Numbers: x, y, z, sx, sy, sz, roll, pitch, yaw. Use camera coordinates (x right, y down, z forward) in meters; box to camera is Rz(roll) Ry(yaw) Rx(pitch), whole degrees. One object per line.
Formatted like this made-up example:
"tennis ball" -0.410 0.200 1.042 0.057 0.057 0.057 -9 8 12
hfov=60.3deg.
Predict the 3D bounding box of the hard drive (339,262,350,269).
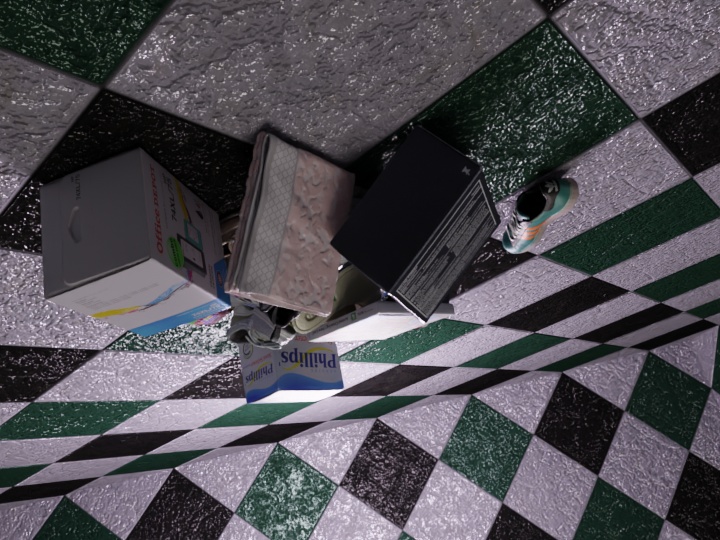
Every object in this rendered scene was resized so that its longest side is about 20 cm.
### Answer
"hard drive" 0.000 0.000 1.138 0.137 0.034 0.198 -26 156 25

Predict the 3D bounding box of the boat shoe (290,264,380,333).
"boat shoe" -0.040 0.027 1.029 0.197 0.067 0.073 -29 120 -18

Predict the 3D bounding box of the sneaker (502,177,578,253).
"sneaker" 0.298 -0.099 1.107 0.078 0.073 0.201 0 149 -23

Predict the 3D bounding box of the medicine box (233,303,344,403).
"medicine box" -0.141 0.150 1.225 0.102 0.205 0.180 -28 155 35

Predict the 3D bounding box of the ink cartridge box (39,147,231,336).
"ink cartridge box" -0.279 -0.025 0.789 0.142 0.151 0.200 -17 159 9

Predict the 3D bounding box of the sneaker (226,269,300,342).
"sneaker" -0.142 0.045 0.919 0.076 0.143 0.199 11 144 -40

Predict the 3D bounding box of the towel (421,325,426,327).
"towel" 0.123 0.057 1.294 0.141 0.023 0.203 -10 136 -38

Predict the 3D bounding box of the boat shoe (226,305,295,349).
"boat shoe" -0.169 0.101 1.026 0.074 0.066 0.200 33 166 -30

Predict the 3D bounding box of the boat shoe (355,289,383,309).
"boat shoe" 0.013 0.062 1.155 0.069 0.072 0.201 -7 158 -17

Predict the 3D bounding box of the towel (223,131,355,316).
"towel" -0.081 -0.053 0.804 0.032 0.206 0.189 8 175 36

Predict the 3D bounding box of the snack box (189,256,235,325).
"snack box" -0.266 0.033 1.065 0.140 0.054 0.198 8 148 -44

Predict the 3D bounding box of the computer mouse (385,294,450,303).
"computer mouse" 0.109 0.045 1.196 0.140 0.053 0.199 -55 146 7

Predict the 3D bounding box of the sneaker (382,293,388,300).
"sneaker" 0.042 0.072 1.312 0.076 0.091 0.201 -4 154 -24

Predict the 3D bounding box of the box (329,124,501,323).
"box" 0.086 -0.057 0.878 0.202 0.122 0.198 -52 156 -1

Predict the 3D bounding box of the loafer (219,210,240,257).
"loafer" -0.202 -0.037 0.925 0.195 0.064 0.072 -17 158 5

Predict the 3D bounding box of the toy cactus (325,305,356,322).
"toy cactus" -0.075 0.066 1.135 0.162 0.105 0.198 -2 162 38

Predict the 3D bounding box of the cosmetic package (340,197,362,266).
"cosmetic package" -0.074 -0.037 0.988 0.198 0.076 0.100 -30 161 37

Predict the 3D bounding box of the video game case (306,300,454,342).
"video game case" 0.035 0.090 1.062 0.197 0.023 0.180 5 158 -45
